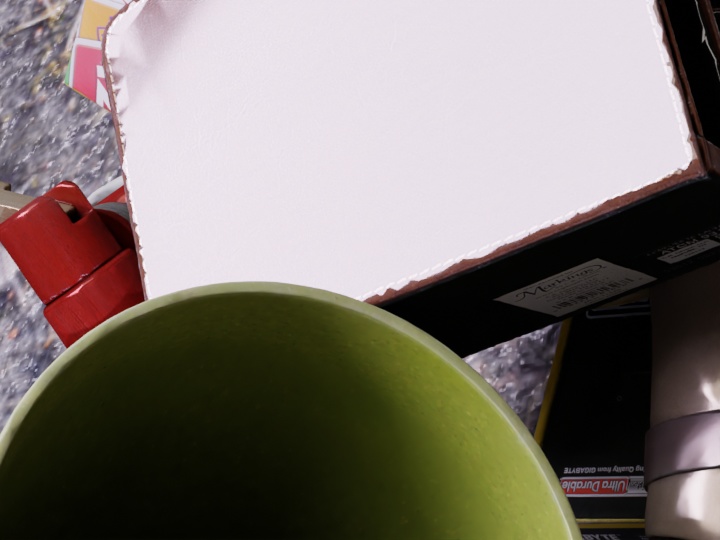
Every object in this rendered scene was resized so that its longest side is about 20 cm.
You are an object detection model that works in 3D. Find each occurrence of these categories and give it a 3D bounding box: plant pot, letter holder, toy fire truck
[{"bbox_3d":[-0.051,0.131,0.627,0.200,0.185,0.189,130,155,-56],"label":"plant pot"},{"bbox_3d":[0.025,-0.053,0.655,0.199,0.100,0.144,-23,72,27],"label":"letter holder"},{"bbox_3d":[-0.128,-0.001,0.865,0.128,0.201,0.176,-34,6,7],"label":"toy fire truck"}]

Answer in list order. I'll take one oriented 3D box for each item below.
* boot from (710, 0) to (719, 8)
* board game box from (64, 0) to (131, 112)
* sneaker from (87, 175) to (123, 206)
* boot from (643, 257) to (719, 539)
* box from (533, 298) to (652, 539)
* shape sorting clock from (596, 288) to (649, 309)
[{"bbox_3d":[0.170,-0.114,0.725,0.157,0.080,0.211,29,54,31],"label":"boot"},{"bbox_3d":[-0.056,-0.091,0.909,0.199,0.030,0.096,31,113,32],"label":"board game box"},{"bbox_3d":[-0.050,-0.040,0.962,0.199,0.071,0.074,-25,46,25],"label":"sneaker"},{"bbox_3d":[0.124,0.022,0.673,0.198,0.070,0.148,12,78,33],"label":"boot"},{"bbox_3d":[0.166,0.031,0.738,0.199,0.049,0.161,-5,55,39],"label":"box"},{"bbox_3d":[0.109,-0.063,0.799,0.198,0.039,0.201,-17,48,20],"label":"shape sorting clock"}]
